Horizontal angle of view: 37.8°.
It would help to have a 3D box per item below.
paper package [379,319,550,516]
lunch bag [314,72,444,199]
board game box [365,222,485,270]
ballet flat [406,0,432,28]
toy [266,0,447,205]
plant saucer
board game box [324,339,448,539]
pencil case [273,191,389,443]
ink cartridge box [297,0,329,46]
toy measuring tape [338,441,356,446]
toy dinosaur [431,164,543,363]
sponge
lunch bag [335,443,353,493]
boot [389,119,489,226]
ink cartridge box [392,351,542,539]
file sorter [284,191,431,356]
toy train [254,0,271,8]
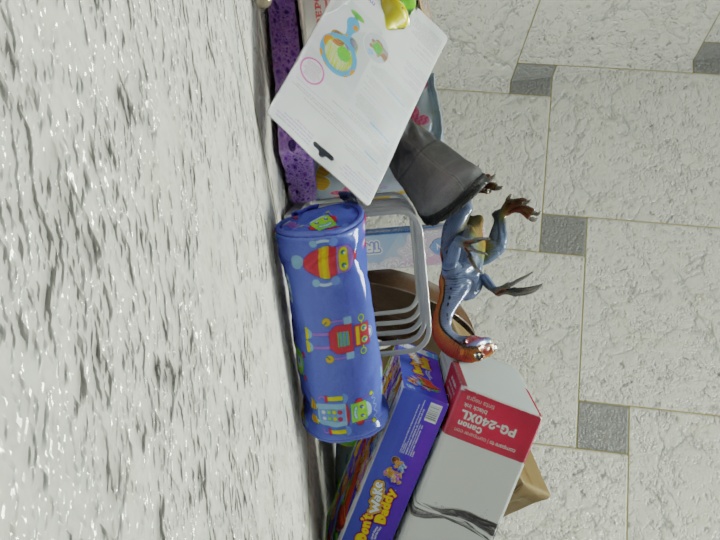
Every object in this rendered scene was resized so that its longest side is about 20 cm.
[{"bbox_3d":[0.116,0.176,1.177,0.203,0.102,0.190,69,12,23],"label":"paper package"},{"bbox_3d":[0.014,-0.138,1.205,0.200,0.166,0.130,62,19,-77],"label":"lunch bag"},{"bbox_3d":[0.042,-0.029,1.246,0.199,0.196,0.044,-81,166,-85],"label":"board game box"},{"bbox_3d":[0.029,-0.276,1.033,0.067,0.067,0.203,-57,139,-59],"label":"ballet flat"},{"bbox_3d":[-0.006,-0.162,0.888,0.047,0.115,0.202,-17,-140,52],"label":"toy"},{"bbox_3d":[0.050,0.045,1.277,0.201,0.197,0.037,80,27,-67],"label":"plant saucer"},{"bbox_3d":[0.020,0.182,0.979,0.135,0.044,0.203,-91,-158,-77],"label":"board game box"},{"bbox_3d":[-0.024,0.040,0.874,0.087,0.077,0.204,-137,-143,-61],"label":"pencil case"},{"bbox_3d":[-0.023,-0.240,0.990,0.201,0.066,0.119,-94,177,-65],"label":"ink cartridge box"},{"bbox_3d":[-0.026,0.124,1.128,0.074,0.072,0.201,82,-19,-47],"label":"toy measuring tape"},{"bbox_3d":[0.107,0.002,1.018,0.183,0.104,0.199,-59,-159,-15],"label":"toy dinosaur"},{"bbox_3d":[-0.065,-0.179,0.990,0.112,0.029,0.204,82,2,-71],"label":"sponge"},{"bbox_3d":[0.026,0.260,1.199,0.172,0.125,0.202,-95,167,-47],"label":"lunch bag"},{"bbox_3d":[0.043,-0.120,0.992,0.132,0.069,0.200,54,-6,-16],"label":"boot"},{"bbox_3d":[0.086,0.190,0.980,0.145,0.082,0.203,-99,-150,-78],"label":"ink cartridge box"},{"bbox_3d":[0.000,0.000,1.026,0.200,0.122,0.142,-87,171,-81],"label":"file sorter"},{"bbox_3d":[-0.063,-0.318,0.874,0.150,0.055,0.202,-47,-148,24],"label":"toy train"}]
